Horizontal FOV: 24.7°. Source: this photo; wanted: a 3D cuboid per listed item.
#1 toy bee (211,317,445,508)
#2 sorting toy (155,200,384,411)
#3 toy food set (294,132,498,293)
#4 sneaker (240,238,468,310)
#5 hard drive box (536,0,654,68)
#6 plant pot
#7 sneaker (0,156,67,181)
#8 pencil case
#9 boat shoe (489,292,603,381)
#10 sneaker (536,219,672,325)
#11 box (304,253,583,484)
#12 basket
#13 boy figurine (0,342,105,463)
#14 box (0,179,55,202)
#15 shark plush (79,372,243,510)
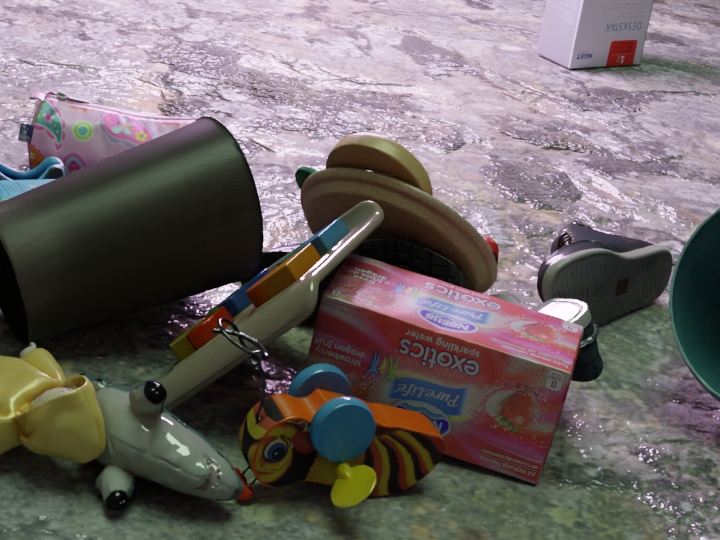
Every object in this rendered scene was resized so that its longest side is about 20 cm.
[{"bbox_3d":[-0.043,0.118,1.173,0.199,0.109,0.131,32,11,-11],"label":"toy bee"},{"bbox_3d":[-0.079,0.022,1.287,0.037,0.184,0.200,52,26,-9],"label":"sorting toy"},{"bbox_3d":[0.032,-0.038,1.466,0.199,0.049,0.198,33,-25,-15],"label":"toy food set"},{"bbox_3d":[0.000,0.000,1.454,0.198,0.077,0.088,4,13,11],"label":"sneaker"},{"bbox_3d":[0.353,-0.404,2.398,0.155,0.202,0.077,-10,30,-37],"label":"hard drive box"},{"bbox_3d":[0.365,0.046,1.405,0.198,0.202,0.135,16,-13,17],"label":"plant pot"},{"bbox_3d":[-0.358,-0.066,1.476,0.198,0.083,0.073,-2,27,-22],"label":"sneaker"},{"bbox_3d":[-0.240,-0.127,1.665,0.198,0.088,0.088,10,23,-2],"label":"pencil case"},{"bbox_3d":[0.135,0.058,1.389,0.075,0.062,0.199,-31,17,-29],"label":"boat shoe"},{"bbox_3d":[0.204,0.000,1.572,0.106,0.076,0.199,21,16,37],"label":"sneaker"},{"bbox_3d":[0.062,0.075,1.275,0.198,0.104,0.095,18,24,7],"label":"box"},{"bbox_3d":[-0.199,-0.027,1.340,0.198,0.180,0.137,-21,78,-24],"label":"basket"},{"bbox_3d":[-0.261,0.087,1.162,0.199,0.065,0.124,18,33,37],"label":"boy figurine"},{"bbox_3d":[-0.231,-0.036,1.456,0.198,0.083,0.049,-3,25,-27],"label":"box"},{"bbox_3d":[-0.164,0.123,1.184,0.083,0.092,0.199,17,-7,-35],"label":"shark plush"}]
